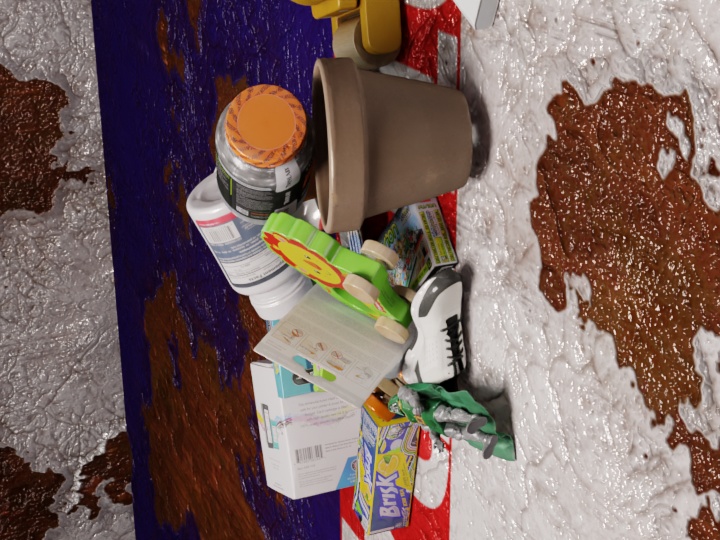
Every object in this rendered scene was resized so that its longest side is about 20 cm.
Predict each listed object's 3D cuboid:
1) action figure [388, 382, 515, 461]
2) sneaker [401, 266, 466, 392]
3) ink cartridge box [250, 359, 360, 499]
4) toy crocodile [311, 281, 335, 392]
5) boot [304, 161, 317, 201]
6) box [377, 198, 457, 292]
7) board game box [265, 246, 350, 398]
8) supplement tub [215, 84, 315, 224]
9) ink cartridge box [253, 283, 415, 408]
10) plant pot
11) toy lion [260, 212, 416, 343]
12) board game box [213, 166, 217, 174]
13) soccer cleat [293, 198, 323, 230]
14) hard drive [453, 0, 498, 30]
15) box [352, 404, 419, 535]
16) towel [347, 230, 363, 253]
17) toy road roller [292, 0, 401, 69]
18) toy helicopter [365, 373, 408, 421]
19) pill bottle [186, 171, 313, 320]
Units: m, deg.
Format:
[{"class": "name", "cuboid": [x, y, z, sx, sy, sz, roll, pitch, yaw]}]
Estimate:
[{"class": "action figure", "cuboid": [0.096, 0.181, 1.550, 0.199, 0.055, 0.119, 11, 137, 59]}, {"class": "sneaker", "cuboid": [0.107, 0.083, 1.567, 0.080, 0.073, 0.202, 42, 144, 35]}, {"class": "ink cartridge box", "cuboid": [-0.074, 0.233, 1.956, 0.146, 0.144, 0.204, 178, 84, -69]}, {"class": "toy crocodile", "cuboid": [-0.046, 0.075, 1.809, 0.061, 0.067, 0.204, 4, 93, 57]}, {"class": "boot", "cuboid": [-0.062, -0.182, 1.684, 0.068, 0.197, 0.192, 163, 97, -73]}, {"class": "box", "cuboid": [0.065, -0.014, 1.657, 0.200, 0.034, 0.112, 122, 135, -59]}, {"class": "board game box", "cuboid": [-0.064, 0.076, 1.858, 0.047, 0.149, 0.204, 171, 90, -74]}, {"class": "supplement tub", "cuboid": [-0.117, -0.142, 1.528, 0.200, 0.121, 0.124, 111, 145, -74]}, {"class": "ink cartridge box", "cuboid": [-0.028, 0.101, 1.616, 0.158, 0.200, 0.048, 27, 128, 14]}, {"class": "plant pot", "cuboid": [0.036, -0.147, 1.458, 0.200, 0.171, 0.204, 178, 90, -83]}, {"class": "toy lion", "cuboid": [-0.031, -0.001, 1.572, 0.190, 0.069, 0.200, 22, 163, 29]}, {"class": "board game box", "cuboid": [-0.122, -0.139, 1.855, 0.135, 0.197, 0.035, 129, 129, -61]}, {"class": "soccer cleat", "cuboid": [-0.057, -0.158, 1.771, 0.069, 0.084, 0.203, 106, 175, -85]}, {"class": "hard drive", "cuboid": [0.109, -0.384, 1.409, 0.133, 0.026, 0.201, 102, 151, -43]}, {"class": "box", "cuboid": [0.036, 0.281, 1.800, 0.064, 0.069, 0.203, -126, 34, -51]}, {"class": "towel", "cuboid": [0.000, 0.000, 1.777, 0.147, 0.023, 0.204, 50, -150, -88]}, {"class": "toy road roller", "cuboid": [-0.034, -0.358, 1.618, 0.123, 0.144, 0.204, -173, 75, -68]}, {"class": "toy helicopter", "cuboid": [-0.009, 0.114, 1.740, 0.199, 0.079, 0.132, 40, -176, -10]}, {"class": "pill bottle", "cuboid": [-0.146, -0.037, 1.733, 0.119, 0.119, 0.202, 40, 160, 59]}]
